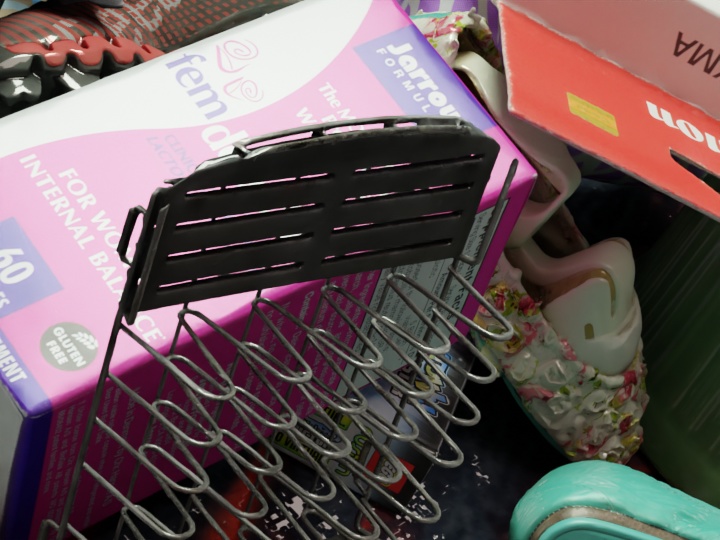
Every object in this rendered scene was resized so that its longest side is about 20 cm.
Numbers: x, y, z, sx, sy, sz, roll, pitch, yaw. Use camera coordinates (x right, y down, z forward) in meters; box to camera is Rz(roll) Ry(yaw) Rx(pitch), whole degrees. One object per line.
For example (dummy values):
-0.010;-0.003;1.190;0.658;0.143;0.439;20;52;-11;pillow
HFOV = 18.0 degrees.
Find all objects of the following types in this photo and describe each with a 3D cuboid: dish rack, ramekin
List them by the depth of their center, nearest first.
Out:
-0.020;0.048;0.688;0.153;0.201;0.055;-11;40;-42;dish rack
0.207;0.030;0.938;0.199;0.098;0.200;18;37;-14;ramekin

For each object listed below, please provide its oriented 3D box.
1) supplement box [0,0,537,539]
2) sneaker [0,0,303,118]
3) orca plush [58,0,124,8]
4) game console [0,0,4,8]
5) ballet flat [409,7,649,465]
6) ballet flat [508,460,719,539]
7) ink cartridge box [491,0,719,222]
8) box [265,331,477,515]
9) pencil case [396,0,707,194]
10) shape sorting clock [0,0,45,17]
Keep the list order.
-0.056;-0.003;0.753;0.200;0.103;0.101;-25;65;-30;supplement box
-0.091;-0.082;0.838;0.200;0.071;0.098;-14;59;-47;sneaker
-0.087;-0.177;0.838;0.105;0.071;0.200;14;39;22;orca plush
-0.197;-0.114;0.776;0.170;0.118;0.200;19;55;-3;game console
0.063;-0.011;0.851;0.200;0.064;0.076;56;40;-13;ballet flat
0.145;0.119;0.822;0.199;0.067;0.070;25;22;-8;ballet flat
0.140;-0.071;0.853;0.200;0.045;0.176;26;25;-16;ink cartridge box
0.000;0.000;0.892;0.110;0.035;0.200;28;36;-1;box
0.098;-0.081;0.961;0.200;0.086;0.084;7;2;-44;pencil case
-0.149;-0.053;0.853;0.199;0.039;0.200;18;37;-14;shape sorting clock
